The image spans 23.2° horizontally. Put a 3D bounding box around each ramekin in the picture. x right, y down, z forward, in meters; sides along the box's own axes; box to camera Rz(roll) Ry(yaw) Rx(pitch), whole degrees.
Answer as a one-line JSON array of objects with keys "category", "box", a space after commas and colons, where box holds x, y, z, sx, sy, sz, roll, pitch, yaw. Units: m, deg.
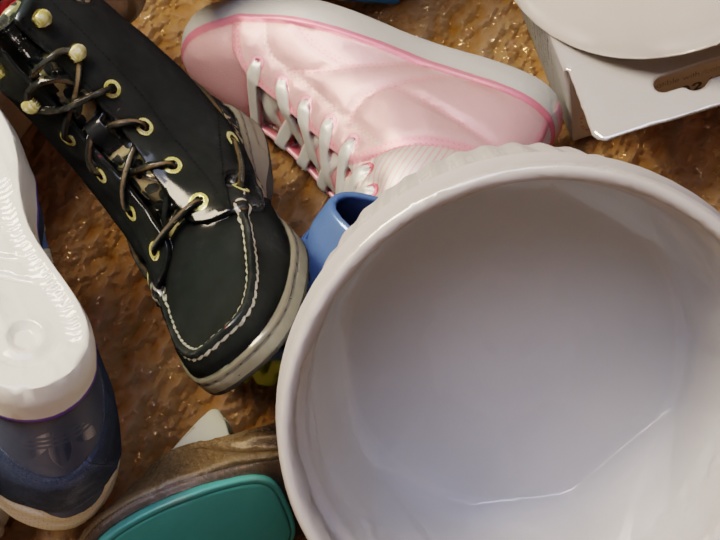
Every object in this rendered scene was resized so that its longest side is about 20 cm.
[{"category": "ramekin", "box": [0.067, 0.043, 0.699, 0.199, 0.201, 0.105, -12, 17, 1]}]

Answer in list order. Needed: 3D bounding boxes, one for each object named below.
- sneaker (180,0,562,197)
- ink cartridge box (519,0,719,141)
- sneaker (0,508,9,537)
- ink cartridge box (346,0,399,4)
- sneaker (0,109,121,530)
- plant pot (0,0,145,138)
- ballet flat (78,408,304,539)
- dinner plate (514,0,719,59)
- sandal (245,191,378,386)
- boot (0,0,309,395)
[{"category": "sneaker", "box": [-0.009, -0.065, 0.862, 0.199, 0.075, 0.105, 16, 60, 11]}, {"category": "ink cartridge box", "box": [0.141, -0.144, 0.890, 0.115, 0.068, 0.201, -17, 61, 1]}, {"category": "sneaker", "box": [-0.263, 0.109, 0.802, 0.199, 0.076, 0.088, 9, 63, 13]}, {"category": "ink cartridge box", "box": [-0.039, -0.198, 0.860, 0.200, 0.116, 0.067, -5, 51, -43]}, {"category": "sneaker", "box": [-0.166, 0.022, 0.775, 0.080, 0.147, 0.200, -22, 57, -18]}, {"category": "plant pot", "box": [-0.237, -0.102, 0.863, 0.200, 0.200, 0.184, 23, 78, 19]}, {"category": "ballet flat", "box": [-0.034, 0.086, 0.797, 0.199, 0.068, 0.072, -20, 41, -4]}, {"category": "dinner plate", "box": [0.147, -0.195, 0.830, 0.199, 0.024, 0.201, -11, 67, 27]}, {"category": "sandal", "box": [0.000, 0.000, 0.799, 0.199, 0.087, 0.080, -6, 32, 23]}, {"category": "boot", "box": [-0.102, -0.047, 0.754, 0.073, 0.154, 0.204, -39, 31, 16]}]
